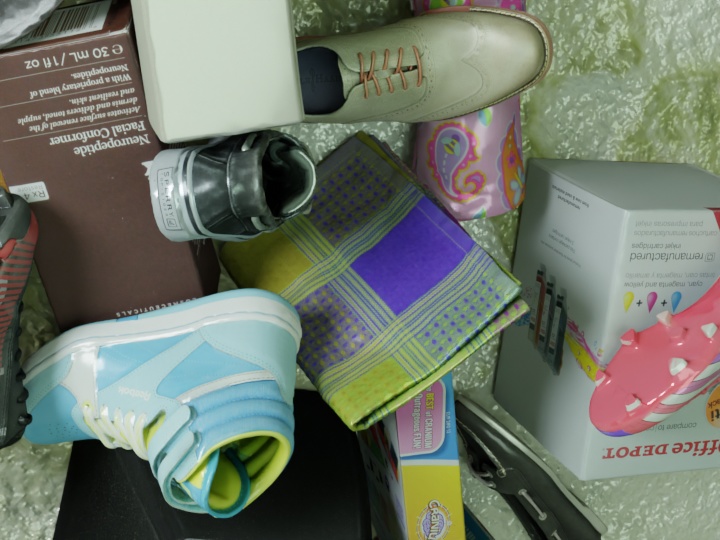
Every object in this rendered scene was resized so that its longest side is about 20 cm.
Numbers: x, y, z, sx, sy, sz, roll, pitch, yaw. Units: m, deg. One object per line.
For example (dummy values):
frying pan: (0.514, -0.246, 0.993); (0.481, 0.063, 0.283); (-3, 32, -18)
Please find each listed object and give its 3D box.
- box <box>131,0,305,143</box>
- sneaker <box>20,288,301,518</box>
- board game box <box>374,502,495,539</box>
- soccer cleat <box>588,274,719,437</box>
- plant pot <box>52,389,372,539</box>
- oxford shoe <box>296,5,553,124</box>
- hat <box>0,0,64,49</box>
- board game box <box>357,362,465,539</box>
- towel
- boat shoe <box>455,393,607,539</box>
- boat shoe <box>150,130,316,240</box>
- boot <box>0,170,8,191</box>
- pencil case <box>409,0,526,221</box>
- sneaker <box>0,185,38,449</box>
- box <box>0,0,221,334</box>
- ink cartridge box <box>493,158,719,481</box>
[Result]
box: (-0.083, -0.174, 0.610); (0.081, 0.068, 0.202); (-9, 110, -15)
sneaker: (-0.127, 0.095, 0.701); (0.199, 0.131, 0.080); (-19, 140, 14)
board game box: (0.030, 0.273, 0.892); (0.200, 0.148, 0.064); (-41, 115, -3)
soccer cleat: (0.236, 0.045, 0.775); (0.200, 0.067, 0.077); (-45, 121, -3)
plant pot: (-0.096, 0.200, 0.802); (0.198, 0.177, 0.201); (10, 104, -22)
oxford shoe: (0.020, -0.120, 0.737); (0.198, 0.074, 0.071); (-8, 104, 19)
hat: (-0.212, -0.222, 0.651); (0.199, 0.081, 0.202); (4, 106, 12)
board game box: (0.031, 0.123, 0.834); (0.040, 0.153, 0.202); (-10, 112, -10)
towel: (0.000, 0.000, 0.765); (0.143, 0.200, 0.023); (-36, 139, -4)
boat shoe: (0.127, 0.175, 0.940); (0.057, 0.067, 0.200); (-48, 121, -4)
boat shoe: (-0.060, -0.049, 0.708); (0.070, 0.200, 0.073); (-2, 102, 11)
boot: (-0.260, 0.000, 0.729); (0.144, 0.071, 0.202); (-35, 113, -5)
pencil case: (0.072, -0.137, 0.801); (0.087, 0.087, 0.202); (-10, 111, -17)
sneaker: (-0.230, 0.051, 0.691); (0.098, 0.071, 0.202); (25, 92, -40)
box: (-0.158, -0.056, 0.720); (0.099, 0.075, 0.201); (-10, 122, 4)
ink cartridge box: (0.203, 0.032, 0.874); (0.144, 0.145, 0.202); (-1, 110, -21)
